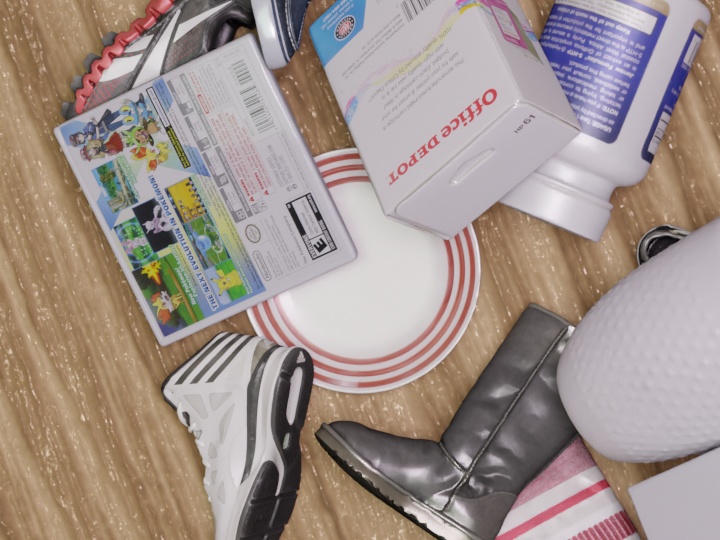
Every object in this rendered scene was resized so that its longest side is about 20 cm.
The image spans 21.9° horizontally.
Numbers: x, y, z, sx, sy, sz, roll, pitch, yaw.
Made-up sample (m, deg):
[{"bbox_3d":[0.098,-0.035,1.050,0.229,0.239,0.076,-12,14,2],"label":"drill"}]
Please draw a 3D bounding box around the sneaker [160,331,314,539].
[{"bbox_3d":[-0.111,0.146,1.536,0.115,0.076,0.202,17,99,28],"label":"sneaker"}]

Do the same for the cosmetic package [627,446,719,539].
[{"bbox_3d":[0.329,0.214,1.384,0.199,0.200,0.123,-26,47,6],"label":"cosmetic package"}]

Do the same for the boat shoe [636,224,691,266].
[{"bbox_3d":[0.308,0.026,1.468,0.199,0.064,0.071,26,92,7],"label":"boat shoe"}]

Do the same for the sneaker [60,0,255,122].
[{"bbox_3d":[-0.160,-0.168,1.531,0.098,0.071,0.201,42,94,8],"label":"sneaker"}]

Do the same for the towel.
[{"bbox_3d":[0.158,0.243,1.476,0.144,0.023,0.201,-27,73,-8],"label":"towel"}]

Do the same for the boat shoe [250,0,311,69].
[{"bbox_3d":[-0.040,-0.255,1.489,0.090,0.071,0.201,-5,63,6],"label":"boat shoe"}]

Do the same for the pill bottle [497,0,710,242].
[{"bbox_3d":[0.183,-0.131,1.459,0.119,0.120,0.201,23,92,8],"label":"pill bottle"}]

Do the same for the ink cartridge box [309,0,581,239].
[{"bbox_3d":[0.062,-0.147,1.434,0.144,0.084,0.201,-40,52,26],"label":"ink cartridge box"}]

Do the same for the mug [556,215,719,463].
[{"bbox_3d":[0.258,0.077,1.402,0.175,0.148,0.200,-34,125,27],"label":"mug"}]

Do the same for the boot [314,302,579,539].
[{"bbox_3d":[0.087,0.108,1.471,0.181,0.073,0.200,35,82,-3],"label":"boot"}]

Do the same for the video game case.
[{"bbox_3d":[-0.124,-0.063,1.508,0.182,0.022,0.201,-24,99,10],"label":"video game case"}]

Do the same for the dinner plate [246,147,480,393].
[{"bbox_3d":[0.000,0.000,1.532,0.199,0.024,0.201,0,91,8],"label":"dinner plate"}]
